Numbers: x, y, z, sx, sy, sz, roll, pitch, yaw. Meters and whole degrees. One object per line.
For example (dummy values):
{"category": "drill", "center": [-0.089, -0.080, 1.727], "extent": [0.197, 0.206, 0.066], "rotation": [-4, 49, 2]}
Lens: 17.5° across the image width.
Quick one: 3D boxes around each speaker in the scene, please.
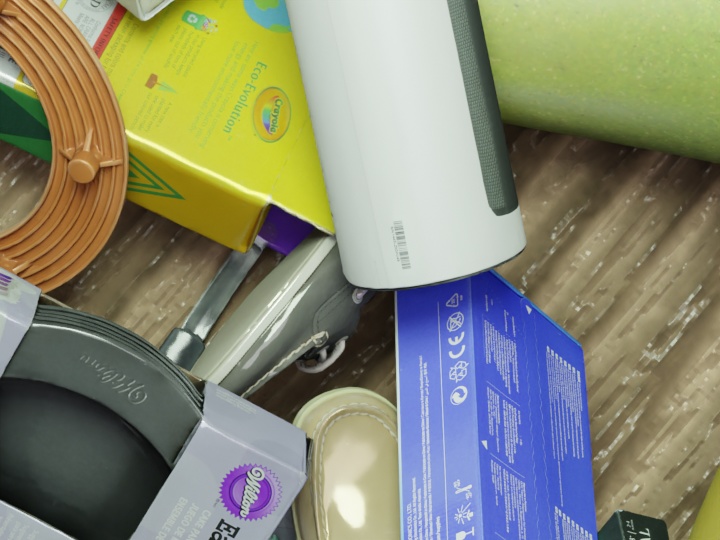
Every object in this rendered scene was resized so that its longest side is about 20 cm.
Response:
{"category": "speaker", "center": [0.011, -0.098, 0.968], "extent": [0.081, 0.081, 0.200], "rotation": [-13, 102, -5]}

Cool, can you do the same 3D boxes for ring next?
{"category": "ring", "center": [-0.197, -0.062, 1.017], "extent": [0.200, 0.019, 0.201], "rotation": [9, 127, 12]}

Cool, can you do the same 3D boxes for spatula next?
{"category": "spatula", "center": [-0.070, 0.017, 1.085], "extent": [0.056, 0.021, 0.200], "rotation": [32, 88, -7]}

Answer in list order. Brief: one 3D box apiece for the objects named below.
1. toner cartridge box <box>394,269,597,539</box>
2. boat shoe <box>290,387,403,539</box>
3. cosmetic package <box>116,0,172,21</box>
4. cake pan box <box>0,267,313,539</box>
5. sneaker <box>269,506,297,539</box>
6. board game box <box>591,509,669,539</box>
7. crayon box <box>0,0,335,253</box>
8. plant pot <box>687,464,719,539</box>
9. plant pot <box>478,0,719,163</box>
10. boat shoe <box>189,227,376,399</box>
{"category": "toner cartridge box", "center": [0.060, 0.098, 0.994], "extent": [0.043, 0.095, 0.200], "rotation": [-24, 46, 27]}
{"category": "boat shoe", "center": [0.020, 0.147, 0.993], "extent": [0.072, 0.065, 0.201], "rotation": [-14, 89, -8]}
{"category": "cosmetic package", "center": [-0.129, -0.216, 1.020], "extent": [0.200, 0.087, 0.103], "rotation": [39, 68, 22]}
{"category": "cake pan box", "center": [-0.142, 0.107, 0.979], "extent": [0.184, 0.052, 0.200], "rotation": [30, 106, -12]}
{"category": "sneaker", "center": [-0.040, 0.112, 1.050], "extent": [0.199, 0.074, 0.088], "rotation": [4, 79, -6]}
{"category": "board game box", "center": [0.102, 0.220, 0.982], "extent": [0.028, 0.135, 0.200], "rotation": [16, 41, -22]}
{"category": "crayon box", "center": [-0.085, -0.093, 1.052], "extent": [0.200, 0.051, 0.127], "rotation": [26, 59, -1]}
{"category": "plant pot", "center": [0.211, 0.203, 1.002], "extent": [0.200, 0.201, 0.189], "rotation": [25, 84, -2]}
{"category": "plant pot", "center": [0.138, -0.129, 1.038], "extent": [0.184, 0.200, 0.201], "rotation": [3, 86, 7]}
{"category": "boat shoe", "center": [0.000, 0.000, 1.050], "extent": [0.057, 0.067, 0.200], "rotation": [45, 64, -11]}
